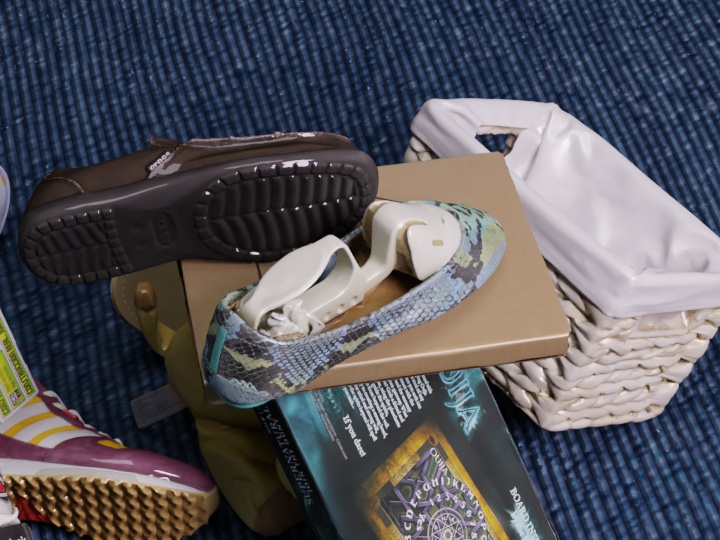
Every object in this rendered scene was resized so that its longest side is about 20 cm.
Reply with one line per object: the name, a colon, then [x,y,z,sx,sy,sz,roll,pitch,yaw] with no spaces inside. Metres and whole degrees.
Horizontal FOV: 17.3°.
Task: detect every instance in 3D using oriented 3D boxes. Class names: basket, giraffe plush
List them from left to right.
giraffe plush: [-0.024,0.055,1.430,0.162,0.173,0.200,-22,15,-35]
basket: [0.117,-0.004,1.461,0.136,0.123,0.200,-2,36,-46]

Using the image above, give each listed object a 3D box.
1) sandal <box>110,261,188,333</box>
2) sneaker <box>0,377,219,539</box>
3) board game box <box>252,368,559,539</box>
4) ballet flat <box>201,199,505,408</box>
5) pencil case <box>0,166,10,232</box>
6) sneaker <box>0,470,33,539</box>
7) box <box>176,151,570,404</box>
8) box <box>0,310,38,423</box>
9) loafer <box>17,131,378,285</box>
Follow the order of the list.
sandal: [-0.096,-0.015,1.548,0.212,0.078,0.070,-31,22,-36]
sneaker: [-0.179,0.105,1.406,0.200,0.075,0.090,6,52,3]
board game box: [0.032,0.122,1.326,0.135,0.200,0.028,-34,17,-33]
ballet flat: [0.002,0.002,1.242,0.200,0.074,0.074,-34,55,-31]
pencil case: [-0.330,-0.058,1.550,0.200,0.091,0.083,18,48,14]
sneaker: [-0.216,0.157,1.320,0.200,0.089,0.074,38,12,14]
box: [0.000,0.000,1.312,0.200,0.021,0.164,-8,43,-8]
box: [-0.286,0.029,1.397,0.200,0.110,0.035,3,34,42]
loafer: [-0.090,-0.049,1.293,0.200,0.073,0.071,-8,45,-8]
